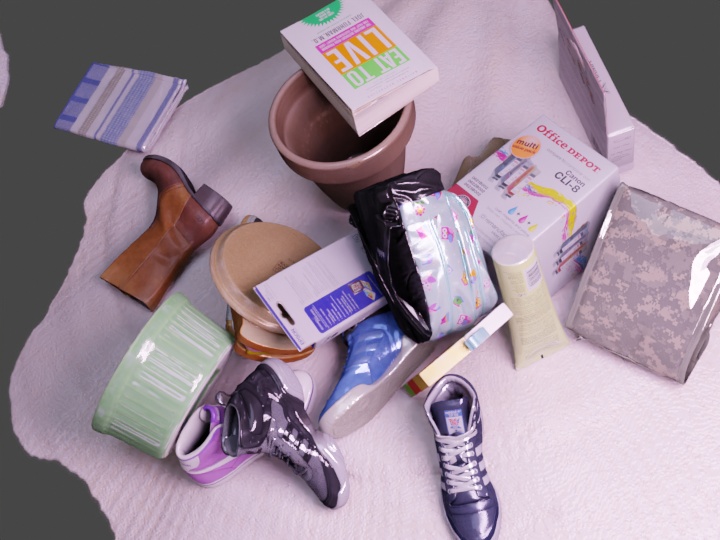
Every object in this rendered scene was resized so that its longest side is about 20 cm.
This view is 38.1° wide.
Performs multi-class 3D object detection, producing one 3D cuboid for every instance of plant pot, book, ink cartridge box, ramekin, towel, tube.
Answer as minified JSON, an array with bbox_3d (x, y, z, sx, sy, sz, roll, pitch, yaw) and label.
[{"bbox_3d":[-0.011,-0.172,1.453,0.198,0.175,0.202,-6,57,10],"label":"plant pot"},{"bbox_3d":[-0.002,-0.285,1.393,0.133,0.048,0.200,-32,55,-10],"label":"book"},{"bbox_3d":[0.317,-0.258,1.418,0.044,0.177,0.202,-18,57,3],"label":"ink cartridge box"},{"bbox_3d":[-0.241,0.137,1.311,0.097,0.200,0.201,31,69,1],"label":"ramekin"},{"bbox_3d":[-0.038,0.026,1.288,0.199,0.039,0.100,-28,77,-37],"label":"ink cartridge box"},{"bbox_3d":[-0.391,-0.268,1.704,0.198,0.024,0.148,15,67,25],"label":"towel"},{"bbox_3d":[0.220,-0.067,1.344,0.199,0.145,0.145,-39,54,-11],"label":"ink cartridge box"},{"bbox_3d":[0.201,0.043,1.254,0.057,0.201,0.052,5,49,29],"label":"tube"}]

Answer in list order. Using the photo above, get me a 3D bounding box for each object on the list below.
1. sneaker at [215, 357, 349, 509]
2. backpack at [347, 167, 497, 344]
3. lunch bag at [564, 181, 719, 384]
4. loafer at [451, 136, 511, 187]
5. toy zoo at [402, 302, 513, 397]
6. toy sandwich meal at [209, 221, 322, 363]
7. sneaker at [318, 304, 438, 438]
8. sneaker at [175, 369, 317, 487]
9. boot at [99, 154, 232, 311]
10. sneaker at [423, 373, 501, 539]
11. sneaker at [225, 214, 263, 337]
[{"bbox_3d":[-0.099,0.213,1.251,0.113,0.075,0.201,-26,85,-36],"label":"sneaker"},{"bbox_3d":[0.076,-0.017,1.245,0.125,0.167,0.202,-21,95,-10],"label":"backpack"},{"bbox_3d":[0.358,0.019,1.269,0.163,0.117,0.202,26,99,23],"label":"lunch bag"},{"bbox_3d":[0.156,-0.112,1.437,0.067,0.076,0.200,35,63,30],"label":"loafer"},{"bbox_3d":[0.115,0.097,1.247,0.131,0.200,0.021,-39,84,-10],"label":"toy zoo"},{"bbox_3d":[-0.110,0.026,1.339,0.203,0.070,0.206,17,43,-17],"label":"toy sandwich meal"},{"bbox_3d":[-0.003,0.116,1.333,0.111,0.077,0.200,37,74,29],"label":"sneaker"},{"bbox_3d":[-0.143,0.184,1.307,0.200,0.115,0.073,-42,57,-14],"label":"sneaker"},{"bbox_3d":[-0.311,-0.059,1.545,0.188,0.069,0.201,34,80,22],"label":"boot"},{"bbox_3d":[0.118,0.219,1.219,0.069,0.109,0.202,-11,57,9],"label":"sneaker"},{"bbox_3d":[-0.137,0.016,1.444,0.087,0.076,0.202,3,61,-3],"label":"sneaker"}]
